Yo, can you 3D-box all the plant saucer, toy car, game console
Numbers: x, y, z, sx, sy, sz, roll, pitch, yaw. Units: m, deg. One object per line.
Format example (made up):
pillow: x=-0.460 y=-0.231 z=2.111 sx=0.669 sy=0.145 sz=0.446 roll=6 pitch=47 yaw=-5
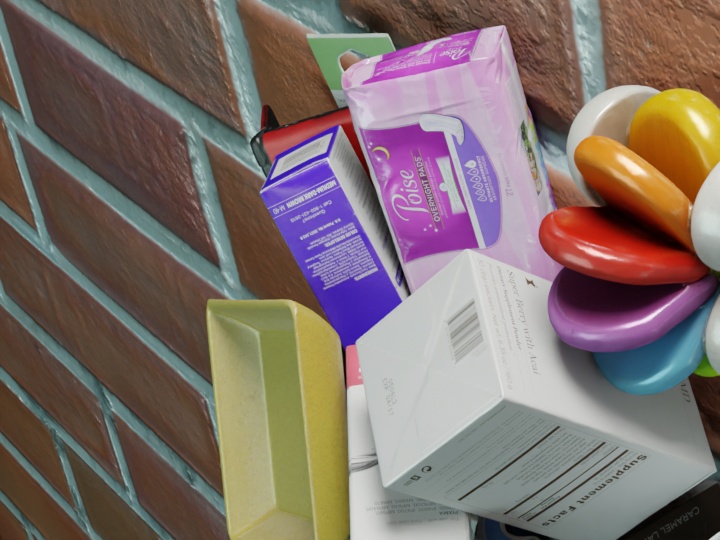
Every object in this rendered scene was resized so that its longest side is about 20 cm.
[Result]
plant saucer: x=-0.056 y=0.119 z=1.540 sx=0.200 sy=0.048 sz=0.200 roll=179 pitch=85 yaw=-68
toy car: x=0.183 y=-0.008 z=1.266 sx=0.175 sy=0.150 sz=0.200 roll=32 pitch=144 yaw=49
game console: x=0.001 y=-0.048 z=1.658 sx=0.172 sy=0.119 sz=0.200 roll=-14 pitch=110 yaw=35

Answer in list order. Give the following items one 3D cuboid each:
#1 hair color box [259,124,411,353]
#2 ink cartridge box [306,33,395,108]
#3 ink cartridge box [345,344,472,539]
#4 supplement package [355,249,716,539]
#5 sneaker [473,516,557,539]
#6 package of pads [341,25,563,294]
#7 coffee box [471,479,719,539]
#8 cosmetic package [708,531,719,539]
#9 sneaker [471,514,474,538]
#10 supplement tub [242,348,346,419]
hair color box: x=0.000 y=0.000 z=1.533 sx=0.200 sy=0.065 sz=0.109 roll=60 pitch=-168 yaw=-13
ink cartridge box: x=0.043 y=-0.102 z=1.582 sx=0.146 sy=0.048 sz=0.200 roll=12 pitch=127 yaw=62
ink cartridge box: x=0.036 y=0.168 z=1.427 sx=0.200 sy=0.085 sz=0.146 roll=-94 pitch=-2 yaw=-45
supplement package: x=0.117 y=0.089 z=1.347 sx=0.120 sy=0.200 sz=0.121 roll=-41 pitch=45 yaw=34
sneaker: x=0.121 y=0.150 z=1.509 sx=0.072 sy=0.072 sz=0.200 roll=-41 pitch=33 yaw=34
package of pads: x=0.071 y=-0.069 z=1.467 sx=0.076 sy=0.120 sz=0.200 roll=-67 pitch=-38 yaw=-59
coffee box: x=0.188 y=0.209 z=1.551 sx=0.200 sy=0.114 sz=0.080 roll=2 pitch=118 yaw=65
cosmetic package: x=0.311 y=0.224 z=1.243 sx=0.200 sy=0.166 sz=0.167 roll=57 pitch=157 yaw=13
sneaker: x=0.088 y=0.187 z=1.715 sx=0.200 sy=0.131 sz=0.080 roll=65 pitch=158 yaw=-7
supplement tub: x=-0.036 y=0.139 z=1.714 sx=0.107 sy=0.107 sz=0.200 roll=37 pitch=159 yaw=45
